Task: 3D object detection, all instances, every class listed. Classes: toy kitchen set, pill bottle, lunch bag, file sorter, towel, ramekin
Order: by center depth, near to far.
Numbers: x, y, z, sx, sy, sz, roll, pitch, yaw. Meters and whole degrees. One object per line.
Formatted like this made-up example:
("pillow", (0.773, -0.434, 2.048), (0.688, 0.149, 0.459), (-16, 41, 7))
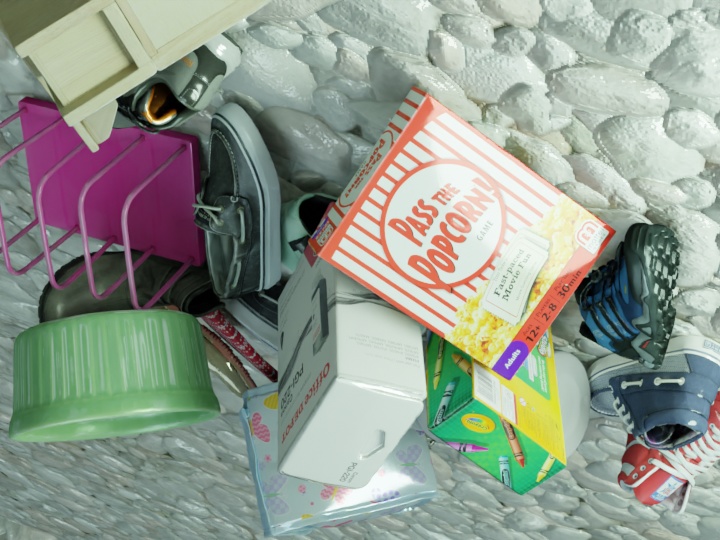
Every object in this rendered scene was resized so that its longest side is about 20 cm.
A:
("toy kitchen set", (-0.180, -0.205, 0.974), (0.200, 0.180, 0.164), (55, 176, 42))
("ramekin", (-0.237, 0.101, 1.196), (0.198, 0.099, 0.200), (-8, 169, -1))
("file sorter", (-0.268, -0.060, 1.198), (0.199, 0.126, 0.140), (14, 126, 20))
("pill bottle", (0.126, 0.128, 1.288), (0.199, 0.114, 0.113), (5, 149, 44))
("lunch bag", (-0.032, 0.203, 1.419), (0.198, 0.171, 0.127), (-8, 164, -23))
("towel", (-0.166, 0.054, 1.433), (0.144, 0.023, 0.200), (36, 170, 42))

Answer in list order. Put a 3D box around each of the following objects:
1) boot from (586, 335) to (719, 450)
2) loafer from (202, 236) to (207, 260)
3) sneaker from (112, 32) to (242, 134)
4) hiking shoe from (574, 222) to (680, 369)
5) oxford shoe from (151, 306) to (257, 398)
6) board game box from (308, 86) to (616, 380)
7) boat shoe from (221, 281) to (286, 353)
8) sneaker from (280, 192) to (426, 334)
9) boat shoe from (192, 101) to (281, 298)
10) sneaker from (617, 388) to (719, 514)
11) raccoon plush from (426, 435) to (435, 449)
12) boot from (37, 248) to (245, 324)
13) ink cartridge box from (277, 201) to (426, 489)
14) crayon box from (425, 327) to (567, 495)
("boot", (0.268, 0.130, 1.204), (0.072, 0.091, 0.200), (29, 153, -11))
("loafer", (-0.207, -0.053, 1.286), (0.199, 0.063, 0.072), (13, 154, 21))
("sneaker", (-0.182, -0.153, 1.065), (0.074, 0.080, 0.199), (36, 153, -28))
("hiking shoe", (0.221, 0.024, 1.063), (0.086, 0.075, 0.200), (13, 152, 19))
("oxford shoe", (-0.209, 0.092, 1.495), (0.200, 0.074, 0.071), (42, 171, 3))
("board game box", (0.082, -0.027, 1.002), (0.199, 0.152, 0.046), (32, -174, -18))
("boat shoe", (-0.094, 0.046, 1.379), (0.199, 0.068, 0.072), (33, 170, 36))
("sneaker", (0.000, 0.000, 1.197), (0.200, 0.074, 0.118), (33, 159, -13))
("boat shoe", (-0.116, -0.054, 1.138), (0.072, 0.071, 0.201), (36, 143, 43))
("sneaker", (0.325, 0.173, 1.212), (0.071, 0.113, 0.200), (31, 153, -16))
("raccoon plush", (0.045, 0.223, 1.511), (0.199, 0.135, 0.097), (2, 146, 38))
("boot", (-0.212, 0.019, 1.255), (0.130, 0.199, 0.068), (16, 121, 36))
("ink cartridge box", (-0.012, 0.065, 1.081), (0.084, 0.201, 0.146), (13, 135, -19))
("crayon box", (0.119, 0.086, 1.126), (0.119, 0.201, 0.058), (37, 122, -25))
